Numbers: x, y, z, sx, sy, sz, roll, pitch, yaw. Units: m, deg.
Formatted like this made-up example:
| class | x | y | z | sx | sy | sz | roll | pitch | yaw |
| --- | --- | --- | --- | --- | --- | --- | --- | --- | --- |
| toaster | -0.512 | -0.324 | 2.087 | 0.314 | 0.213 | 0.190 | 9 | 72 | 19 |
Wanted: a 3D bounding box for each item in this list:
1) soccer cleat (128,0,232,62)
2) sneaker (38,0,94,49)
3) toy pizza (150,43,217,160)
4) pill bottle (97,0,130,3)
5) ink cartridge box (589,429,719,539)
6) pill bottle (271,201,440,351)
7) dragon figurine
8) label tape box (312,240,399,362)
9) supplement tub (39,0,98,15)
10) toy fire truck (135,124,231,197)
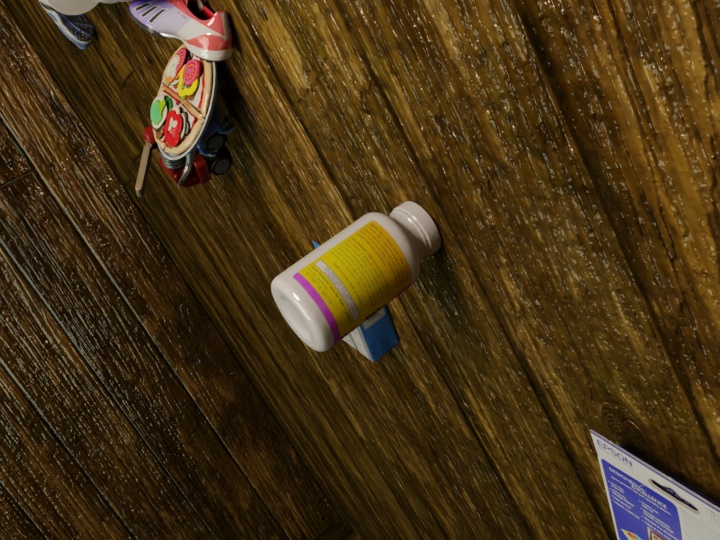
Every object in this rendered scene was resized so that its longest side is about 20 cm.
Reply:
| class | x | y | z | sx | sy | sz | roll | pitch | yaw |
| --- | --- | --- | --- | --- | --- | --- | --- | --- | --- |
| soccer cleat | -0.264 | -0.373 | 1.017 | 0.200 | 0.068 | 0.073 | 32 | 131 | 24 |
| sneaker | -0.720 | -0.621 | 1.672 | 0.200 | 0.076 | 0.077 | 56 | 156 | 0 |
| toy pizza | -0.294 | -0.280 | 1.122 | 0.200 | 0.032 | 0.201 | -11 | 75 | 47 |
| pill bottle | -0.323 | -0.437 | 0.943 | 0.200 | 0.120 | 0.120 | 4 | 127 | 54 |
| ink cartridge box | 0.340 | 0.264 | 0.708 | 0.197 | 0.047 | 0.201 | 30 | 147 | 53 |
| pill bottle | 0.000 | 0.000 | 0.826 | 0.104 | 0.200 | 0.104 | 46 | 159 | 23 |
| dragon figurine | -0.282 | -0.244 | 1.176 | 0.099 | 0.200 | 0.059 | 30 | -162 | -42 |
| label tape box | -0.032 | 0.050 | 1.189 | 0.200 | 0.063 | 0.145 | 31 | 149 | 48 |
| supplement tub | -0.581 | -0.587 | 1.302 | 0.200 | 0.144 | 0.145 | 46 | 159 | 22 |
| toy fire truck | -0.348 | -0.211 | 1.291 | 0.129 | 0.200 | 0.176 | 46 | 159 | 24 |
